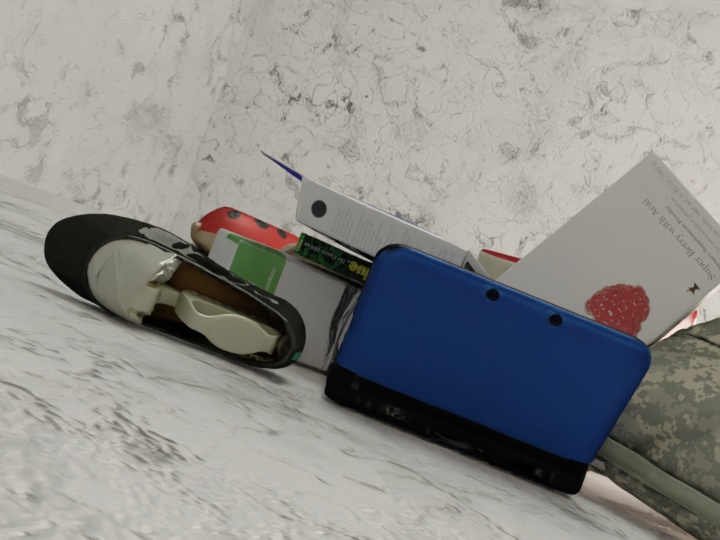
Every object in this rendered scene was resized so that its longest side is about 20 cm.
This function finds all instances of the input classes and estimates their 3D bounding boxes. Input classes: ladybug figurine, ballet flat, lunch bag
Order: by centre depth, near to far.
[{"bbox_3d":[-0.126,0.015,0.619,0.196,0.069,0.068,22,7,-11],"label":"ballet flat"},{"bbox_3d":[0.278,0.133,0.658,0.165,0.143,0.199,-12,24,-29],"label":"lunch bag"},{"bbox_3d":[-0.154,-0.038,1.289,0.198,0.073,0.135,23,1,-38],"label":"ladybug figurine"}]

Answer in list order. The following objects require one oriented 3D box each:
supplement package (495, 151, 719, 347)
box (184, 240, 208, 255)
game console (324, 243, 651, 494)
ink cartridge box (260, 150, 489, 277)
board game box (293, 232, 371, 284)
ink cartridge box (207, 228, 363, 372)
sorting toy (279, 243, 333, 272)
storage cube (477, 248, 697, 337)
[{"bbox_3d":[0.204,0.022,0.769,0.122,0.199,0.120,50,-6,15],"label":"supplement package"},{"bbox_3d":[-0.215,0.003,1.313,0.158,0.050,0.200,21,1,-8],"label":"box"},{"bbox_3d":[0.083,0.070,0.658,0.196,0.121,0.171,22,-1,-1],"label":"game console"},{"bbox_3d":[0.015,-0.030,0.804,0.197,0.044,0.198,28,1,15],"label":"ink cartridge box"},{"bbox_3d":[0.000,0.000,0.855,0.103,0.024,0.200,22,0,6],"label":"board game box"},{"bbox_3d":[-0.049,0.039,0.843,0.197,0.086,0.146,23,-1,-17],"label":"ink cartridge box"},{"bbox_3d":[-0.028,0.049,1.072,0.196,0.037,0.185,19,-30,-12],"label":"sorting toy"},{"bbox_3d":[0.219,0.094,0.953,0.177,0.205,0.170,14,3,-32],"label":"storage cube"}]
